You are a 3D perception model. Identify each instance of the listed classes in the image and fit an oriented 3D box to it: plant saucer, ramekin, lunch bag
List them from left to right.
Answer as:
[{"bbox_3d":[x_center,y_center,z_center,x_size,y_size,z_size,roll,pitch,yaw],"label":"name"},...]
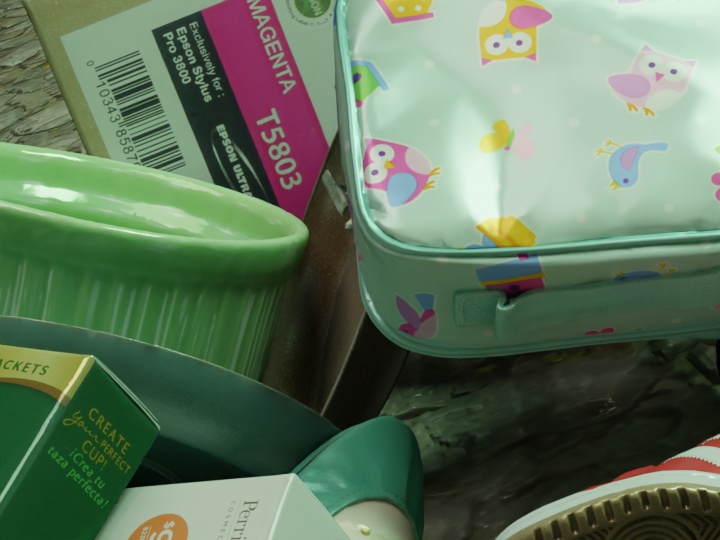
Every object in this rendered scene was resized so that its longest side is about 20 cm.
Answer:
[{"bbox_3d":[-0.130,0.009,0.984,0.200,0.098,0.200,12,9,-2],"label":"ramekin"},{"bbox_3d":[-0.099,0.068,0.846,0.200,0.200,0.027,-5,62,38],"label":"plant saucer"},{"bbox_3d":[0.000,0.000,0.932,0.032,0.200,0.200,18,17,-11],"label":"plant saucer"},{"bbox_3d":[0.085,-0.045,0.794,0.200,0.077,0.161,-5,57,-1],"label":"lunch bag"}]

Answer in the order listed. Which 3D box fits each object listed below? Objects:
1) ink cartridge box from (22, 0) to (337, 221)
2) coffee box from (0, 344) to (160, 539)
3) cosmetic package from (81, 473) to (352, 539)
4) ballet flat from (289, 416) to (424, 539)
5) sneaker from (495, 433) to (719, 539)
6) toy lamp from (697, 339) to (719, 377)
[{"bbox_3d":[-0.060,-0.082,1.113,0.165,0.200,0.075,-23,11,0],"label":"ink cartridge box"},{"bbox_3d":[-0.161,0.110,0.680,0.123,0.044,0.200,6,55,42],"label":"coffee box"},{"bbox_3d":[-0.097,0.160,0.656,0.151,0.052,0.200,-7,47,30],"label":"cosmetic package"},{"bbox_3d":[-0.023,0.127,0.752,0.070,0.067,0.200,8,40,44],"label":"ballet flat"},{"bbox_3d":[0.134,0.068,0.729,0.200,0.071,0.113,-13,24,0],"label":"sneaker"},{"bbox_3d":[0.124,0.010,0.914,0.058,0.058,0.200,-27,23,-15],"label":"toy lamp"}]
